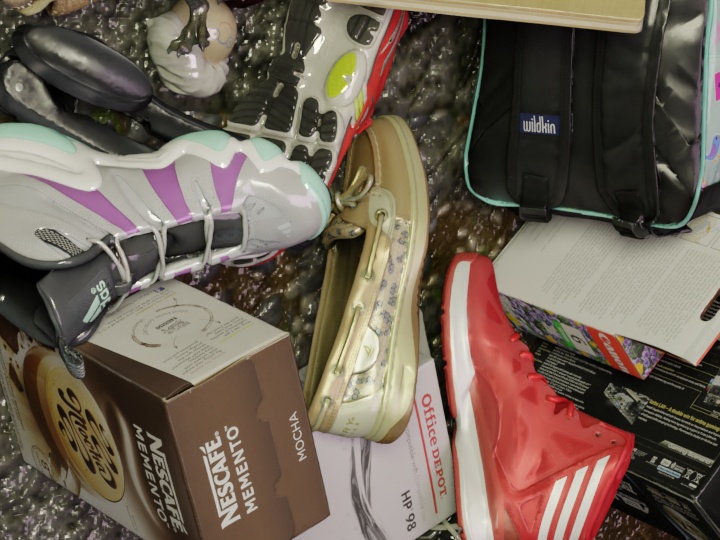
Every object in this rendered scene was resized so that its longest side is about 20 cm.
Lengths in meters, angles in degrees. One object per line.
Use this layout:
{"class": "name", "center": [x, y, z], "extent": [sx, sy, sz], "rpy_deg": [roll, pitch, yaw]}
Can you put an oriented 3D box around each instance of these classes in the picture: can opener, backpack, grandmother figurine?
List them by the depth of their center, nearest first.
{"class": "can opener", "center": [-0.107, -0.066, 1.069], "extent": [0.199, 0.079, 0.064], "rpy_deg": [32, 91, -19]}
{"class": "grandmother figurine", "center": [-0.070, -0.194, 1.100], "extent": [0.121, 0.060, 0.202], "rpy_deg": [19, 89, -33]}
{"class": "backpack", "center": [0.164, -0.139, 1.236], "extent": [0.153, 0.175, 0.202], "rpy_deg": [-26, 120, -50]}

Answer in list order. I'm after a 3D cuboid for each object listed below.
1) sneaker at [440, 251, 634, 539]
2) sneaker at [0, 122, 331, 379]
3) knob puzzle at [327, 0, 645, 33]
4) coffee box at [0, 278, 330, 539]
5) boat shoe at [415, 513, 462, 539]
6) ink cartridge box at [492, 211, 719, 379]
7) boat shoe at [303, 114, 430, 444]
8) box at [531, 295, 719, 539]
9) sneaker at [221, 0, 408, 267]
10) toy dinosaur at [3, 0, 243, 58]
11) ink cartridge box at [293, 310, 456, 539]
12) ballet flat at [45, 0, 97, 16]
{"class": "sneaker", "center": [0.114, 0.083, 1.264], "extent": [0.078, 0.114, 0.202], "rpy_deg": [50, 35, -75]}
{"class": "sneaker", "center": [-0.118, -0.002, 1.002], "extent": [0.141, 0.198, 0.078], "rpy_deg": [-83, 172, -45]}
{"class": "knob puzzle", "center": [0.080, -0.202, 1.149], "extent": [0.219, 0.219, 0.031], "rpy_deg": [-31, 142, -28]}
{"class": "coffee box", "center": [-0.113, 0.069, 1.053], "extent": [0.079, 0.199, 0.114], "rpy_deg": [-27, 120, -30]}
{"class": "boat shoe", "center": [0.072, 0.183, 1.316], "extent": [0.063, 0.070, 0.202], "rpy_deg": [4, 108, -52]}
{"class": "ink cartridge box", "center": [0.179, 0.008, 1.274], "extent": [0.109, 0.199, 0.050], "rpy_deg": [-49, 129, -15]}
{"class": "boat shoe", "center": [0.000, 0.000, 1.183], "extent": [0.062, 0.073, 0.202], "rpy_deg": [8, 70, -19]}
{"class": "box", "center": [0.214, 0.081, 1.327], "extent": [0.164, 0.199, 0.086], "rpy_deg": [-52, 128, -14]}
{"class": "sneaker", "center": [-0.023, -0.086, 1.161], "extent": [0.201, 0.077, 0.085], "rpy_deg": [-62, 157, -4]}
{"class": "toy dinosaur", "center": [-0.092, -0.167, 1.024], "extent": [0.200, 0.047, 0.089], "rpy_deg": [-43, 123, -34]}
{"class": "ink cartridge box", "center": [-0.008, 0.119, 1.244], "extent": [0.199, 0.066, 0.117], "rpy_deg": [-29, 121, -30]}
{"class": "ballet flat", "center": [-0.190, -0.201, 0.995], "extent": [0.065, 0.071, 0.200], "rpy_deg": [-40, 124, 2]}
